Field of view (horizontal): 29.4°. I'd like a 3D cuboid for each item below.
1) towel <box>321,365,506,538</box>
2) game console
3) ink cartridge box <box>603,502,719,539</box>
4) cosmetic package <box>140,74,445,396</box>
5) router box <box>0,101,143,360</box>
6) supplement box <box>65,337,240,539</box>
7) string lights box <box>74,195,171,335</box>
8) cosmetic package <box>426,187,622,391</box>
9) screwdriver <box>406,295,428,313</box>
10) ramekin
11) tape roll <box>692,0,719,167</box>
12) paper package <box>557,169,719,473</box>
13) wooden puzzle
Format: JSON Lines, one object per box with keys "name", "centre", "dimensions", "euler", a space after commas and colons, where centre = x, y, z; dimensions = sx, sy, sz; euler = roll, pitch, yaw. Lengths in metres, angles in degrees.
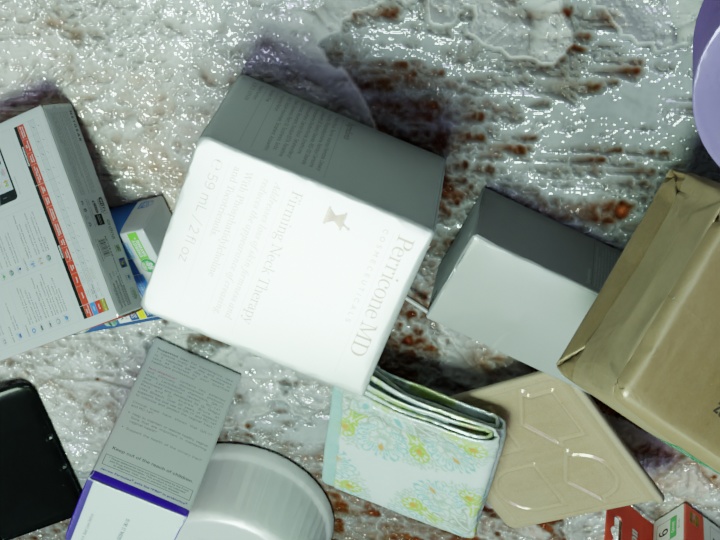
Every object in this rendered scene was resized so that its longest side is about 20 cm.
{"name": "towel", "centre": [0.049, 0.181, 1.354], "dimensions": [0.170, 0.048, 0.201], "euler": [22, 142, 12]}
{"name": "game console", "centre": [-0.430, 0.205, 1.544], "dimensions": [0.175, 0.116, 0.201], "euler": [19, 136, 39]}
{"name": "ink cartridge box", "centre": [0.331, 0.298, 1.366], "dimensions": [0.200, 0.109, 0.050], "euler": [37, 127, -15]}
{"name": "cosmetic package", "centre": [-0.052, -0.034, 1.152], "dimensions": [0.199, 0.167, 0.168], "euler": [22, 115, -3]}
{"name": "router box", "centre": [-0.314, -0.029, 1.253], "dimensions": [0.178, 0.049, 0.201], "euler": [-18, 93, 22]}
{"name": "supplement box", "centre": [-0.201, 0.180, 1.350], "dimensions": [0.103, 0.201, 0.102], "euler": [23, 130, -6]}
{"name": "string lights box", "centre": [-0.263, 0.002, 1.319], "dimensions": [0.198, 0.059, 0.103], "euler": [-11, 123, 21]}
{"name": "cosmetic package", "centre": [0.169, 0.024, 1.212], "dimensions": [0.199, 0.090, 0.107], "euler": [28, 127, -4]}
{"name": "screwdriver", "centre": [0.000, 0.000, 1.266], "dimensions": [0.199, 0.029, 0.028], "euler": [36, 127, -8]}
{"name": "ramekin", "centre": [-0.135, 0.292, 1.486], "dimensions": [0.199, 0.098, 0.202], "euler": [7, 128, 9]}
{"name": "tape roll", "centre": [0.351, -0.153, 1.030], "dimensions": [0.198, 0.085, 0.201], "euler": [7, 129, 9]}
{"name": "paper package", "centre": [0.293, 0.055, 1.108], "dimensions": [0.199, 0.103, 0.191], "euler": [31, 91, -27]}
{"name": "wooden puzzle", "centre": [0.175, 0.168, 1.339], "dimensions": [0.199, 0.046, 0.186], "euler": [-17, 122, 40]}
